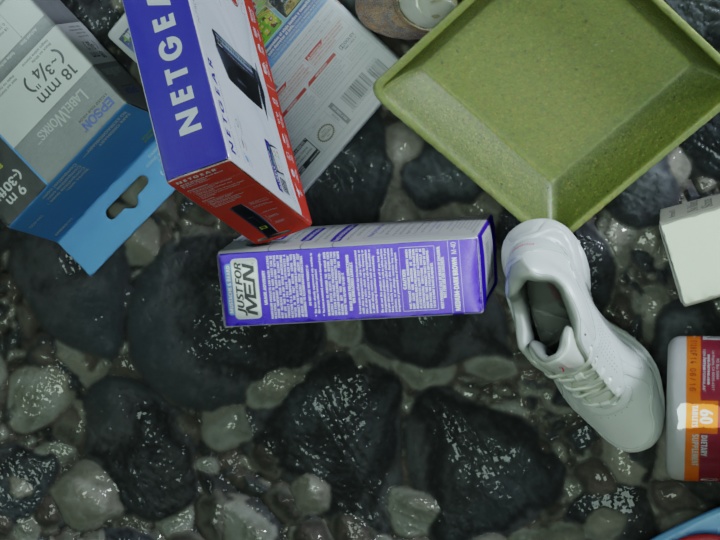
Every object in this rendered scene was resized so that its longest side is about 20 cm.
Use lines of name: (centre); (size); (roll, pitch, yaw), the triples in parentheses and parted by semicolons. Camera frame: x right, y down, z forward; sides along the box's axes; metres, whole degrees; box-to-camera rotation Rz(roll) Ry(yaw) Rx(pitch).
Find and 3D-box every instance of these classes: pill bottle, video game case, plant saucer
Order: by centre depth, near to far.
plant saucer: (0.144, -0.145, 1.418); (0.199, 0.048, 0.200); (39, 117, -22)
pill bottle: (0.328, 0.105, 1.433); (0.199, 0.110, 0.110); (1, 99, 10)
video game case: (-0.080, -0.171, 1.507); (0.200, 0.018, 0.143); (42, 103, 1)

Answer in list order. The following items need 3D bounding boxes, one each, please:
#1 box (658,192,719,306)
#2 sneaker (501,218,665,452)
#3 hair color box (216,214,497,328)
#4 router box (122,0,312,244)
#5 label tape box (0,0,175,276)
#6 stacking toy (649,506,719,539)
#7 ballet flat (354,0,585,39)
box: (0.325, -0.037, 1.427); (0.199, 0.082, 0.069); (-16, 96, 10)
sneaker: (0.160, 0.065, 1.451); (0.078, 0.099, 0.200); (-29, 103, 26)
hair color box: (0.000, 0.000, 1.473); (0.199, 0.109, 0.065); (-2, 100, 10)
router box: (-0.107, -0.136, 1.386); (0.049, 0.179, 0.201); (-19, 73, 12)
label tape box: (-0.244, -0.110, 1.521); (0.144, 0.063, 0.200); (-44, 89, 13)
stacking toy: (0.257, 0.265, 1.423); (0.109, 0.200, 0.116); (-30, 94, 12)
ballet flat: (0.089, -0.212, 1.446); (0.199, 0.067, 0.069); (-4, 89, 10)
